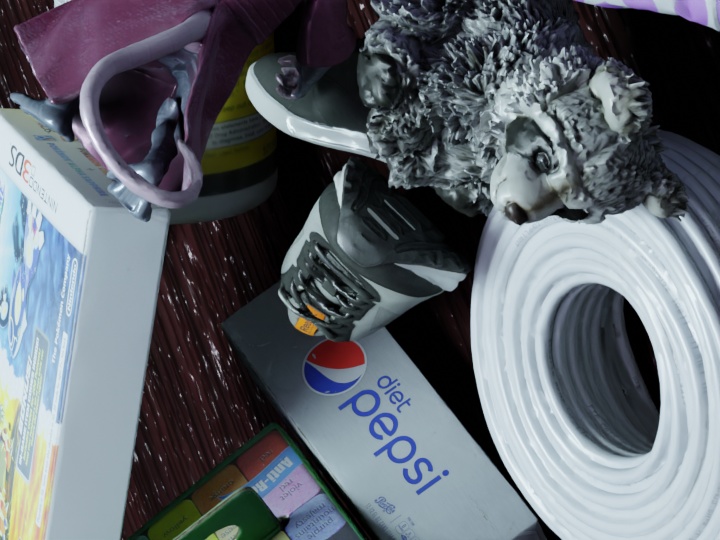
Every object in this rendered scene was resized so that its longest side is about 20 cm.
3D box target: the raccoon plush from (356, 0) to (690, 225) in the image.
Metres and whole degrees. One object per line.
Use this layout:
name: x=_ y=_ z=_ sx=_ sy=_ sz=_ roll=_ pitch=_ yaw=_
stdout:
raccoon plush: x=0.084 y=-0.102 z=1.087 sx=0.133 sy=0.097 sz=0.201 roll=3 pitch=67 yaw=36

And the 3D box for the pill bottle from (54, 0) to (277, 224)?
pill bottle: x=-0.101 y=-0.134 z=1.384 sx=0.114 sy=0.114 sz=0.201 roll=26 pitch=123 yaw=51

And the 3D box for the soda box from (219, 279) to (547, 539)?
soda box: x=0.014 y=0.086 z=1.319 sx=0.200 sy=0.068 sz=0.064 roll=50 pitch=173 yaw=34

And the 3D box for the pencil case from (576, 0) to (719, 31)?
pencil case: x=0.071 y=-0.153 z=1.054 sx=0.199 sy=0.085 sz=0.084 roll=21 pitch=103 yaw=21

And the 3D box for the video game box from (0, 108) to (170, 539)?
video game box: x=-0.153 y=0.038 z=1.318 sx=0.182 sy=0.047 sz=0.201 roll=-139 pitch=56 yaw=-64

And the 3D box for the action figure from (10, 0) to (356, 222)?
action figure: x=-0.065 y=-0.129 z=1.189 sx=0.134 sy=0.200 sz=0.149 roll=46 pitch=174 yaw=-5

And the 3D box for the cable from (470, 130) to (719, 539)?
cable: x=0.124 y=0.041 z=1.145 sx=0.200 sy=0.069 sz=0.201 roll=50 pitch=140 yaw=35

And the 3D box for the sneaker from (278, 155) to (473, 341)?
sneaker: x=0.000 y=0.000 z=1.238 sx=0.074 sy=0.079 sz=0.200 roll=45 pitch=178 yaw=2

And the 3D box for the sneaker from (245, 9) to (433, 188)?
sneaker: x=0.017 y=-0.104 z=1.263 sx=0.200 sy=0.070 sz=0.100 roll=23 pitch=116 yaw=49

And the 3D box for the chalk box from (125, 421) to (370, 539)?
chalk box: x=-0.040 y=0.172 z=1.307 sx=0.124 sy=0.125 sz=0.200 roll=49 pitch=174 yaw=49
